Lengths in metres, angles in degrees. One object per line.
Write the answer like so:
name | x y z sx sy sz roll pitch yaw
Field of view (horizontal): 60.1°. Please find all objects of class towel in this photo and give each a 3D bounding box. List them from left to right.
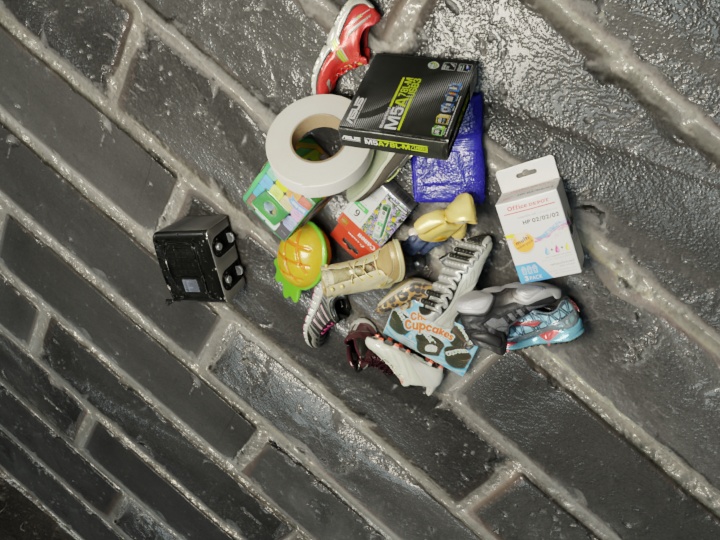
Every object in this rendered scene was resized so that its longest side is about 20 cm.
towel | 0.153 -0.219 1.138 0.145 0.050 0.204 4 117 25

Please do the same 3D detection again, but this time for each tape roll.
tape roll | -0.073 -0.226 1.118 0.199 0.206 0.037 18 157 16

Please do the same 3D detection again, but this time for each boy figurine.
boy figurine | 0.156 -0.075 1.180 0.199 0.122 0.066 -38 53 46

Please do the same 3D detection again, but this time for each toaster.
toaster | -0.379 -0.023 1.457 0.196 0.119 0.185 -1 115 25

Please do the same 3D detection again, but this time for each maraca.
maraca | -0.131 -0.019 1.345 0.200 0.105 0.139 -50 59 40

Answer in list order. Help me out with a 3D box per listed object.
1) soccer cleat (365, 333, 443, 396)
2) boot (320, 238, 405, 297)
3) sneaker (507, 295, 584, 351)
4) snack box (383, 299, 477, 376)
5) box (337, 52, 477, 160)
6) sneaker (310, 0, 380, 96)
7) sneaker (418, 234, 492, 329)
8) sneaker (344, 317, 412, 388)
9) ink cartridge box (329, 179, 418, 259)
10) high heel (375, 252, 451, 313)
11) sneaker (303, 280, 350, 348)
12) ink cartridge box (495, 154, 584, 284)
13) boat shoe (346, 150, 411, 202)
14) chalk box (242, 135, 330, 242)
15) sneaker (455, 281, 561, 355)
soccer cleat | 0.091 0.205 1.342 0.197 0.069 0.079 28 91 -14
boot | 0.000 0.000 1.225 0.200 0.152 0.075 127 133 -72
sneaker | 0.329 0.096 1.216 0.196 0.079 0.098 -13 96 24
snack box | 0.155 0.129 1.327 0.197 0.037 0.118 27 124 11
box | 0.083 -0.282 1.051 0.189 0.203 0.048 14 148 18
sneaker | -0.027 -0.386 1.124 0.084 0.077 0.202 31 125 1
sneaker | 0.193 0.021 1.196 0.081 0.075 0.202 38 86 -28
sneaker | 0.032 0.210 1.381 0.200 0.116 0.076 46 126 -2
ink cartridge box | 0.015 -0.096 1.267 0.109 0.050 0.201 42 125 1
high heel | 0.139 0.075 1.262 0.198 0.071 0.144 -32 96 12
sneaker | -0.069 0.102 1.399 0.086 0.074 0.203 26 119 18
ink cartridge box | 0.316 -0.089 1.115 0.113 0.068 0.203 -13 109 30
boat shoe | 0.044 -0.194 1.142 0.060 0.073 0.201 10 139 -33
chalk box | -0.135 -0.156 1.218 0.125 0.200 0.124 44 126 -3
sneaker | 0.276 0.089 1.153 0.195 0.076 0.117 -9 103 -2
